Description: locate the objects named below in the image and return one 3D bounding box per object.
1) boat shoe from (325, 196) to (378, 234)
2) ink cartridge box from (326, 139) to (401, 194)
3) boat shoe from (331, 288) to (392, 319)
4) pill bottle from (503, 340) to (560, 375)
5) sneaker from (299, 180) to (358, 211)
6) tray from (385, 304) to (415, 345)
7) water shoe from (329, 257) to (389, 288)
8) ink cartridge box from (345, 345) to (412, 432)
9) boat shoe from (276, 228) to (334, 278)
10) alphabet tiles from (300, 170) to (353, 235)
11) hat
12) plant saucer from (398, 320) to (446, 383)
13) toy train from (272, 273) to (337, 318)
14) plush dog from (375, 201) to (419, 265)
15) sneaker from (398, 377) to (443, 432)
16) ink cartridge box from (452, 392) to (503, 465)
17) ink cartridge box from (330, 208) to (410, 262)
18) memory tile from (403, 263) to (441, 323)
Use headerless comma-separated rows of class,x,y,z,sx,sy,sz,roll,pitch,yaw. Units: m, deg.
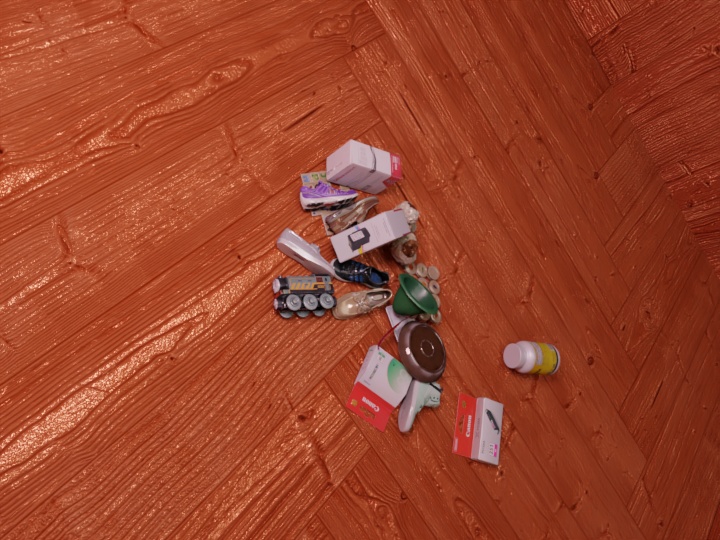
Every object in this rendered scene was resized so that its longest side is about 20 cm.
boat shoe,-0.019,-0.171,1.785,0.198,0.075,0.073,-29,97,-26
ink cartridge box,0.009,-0.321,1.796,0.197,0.146,0.085,11,70,-36
boat shoe,0.006,0.095,1.731,0.196,0.065,0.074,-15,87,-27
pill bottle,0.612,0.314,2.057,0.196,0.112,0.115,10,72,-30
sneaker,-0.094,-0.236,1.747,0.196,0.080,0.085,-7,75,-34
tray,0.144,0.203,1.812,0.106,0.022,0.204,-11,77,-43
water shoe,0.000,0.000,1.751,0.197,0.078,0.073,15,69,-30
ink cartridge box,0.060,0.354,1.717,0.160,0.050,0.203,38,58,-20
boat shoe,-0.152,-0.051,1.676,0.198,0.072,0.070,31,62,-13
alphabet tiles,-0.092,-0.214,1.792,0.165,0.008,0.204,-14,85,-36
hat,0.123,0.128,1.800,0.198,0.176,0.167,11,38,-54
plant saucer,0.202,0.249,1.797,0.197,0.032,0.204,20,54,-30
toy train,-0.160,0.068,1.630,0.196,0.085,0.116,0,65,-32
plush dog,0.126,-0.100,1.828,0.157,0.200,0.175,-22,78,-2
sneaker,0.192,0.418,1.767,0.117,0.074,0.203,31,60,-16
ink cartridge box,0.391,0.522,1.897,0.171,0.043,0.204,24,65,-28
ink cartridge box,0.031,-0.104,1.704,0.145,0.197,0.084,-24,91,-63
memory tile,0.206,0.070,1.894,0.151,0.017,0.204,15,62,-31
